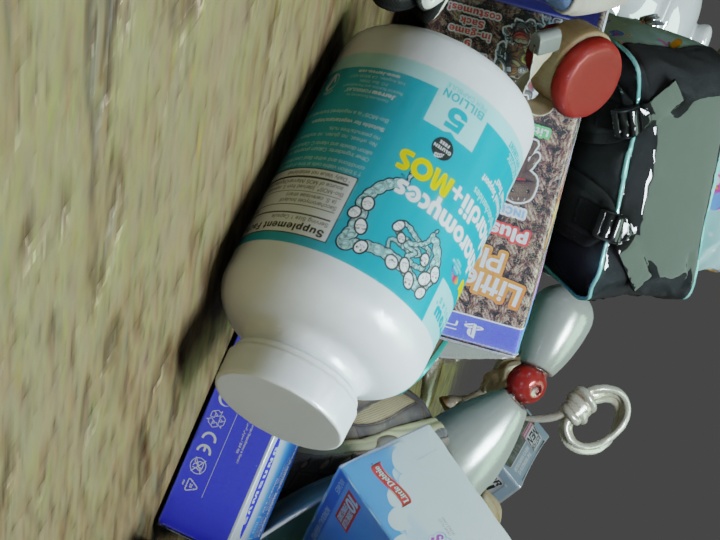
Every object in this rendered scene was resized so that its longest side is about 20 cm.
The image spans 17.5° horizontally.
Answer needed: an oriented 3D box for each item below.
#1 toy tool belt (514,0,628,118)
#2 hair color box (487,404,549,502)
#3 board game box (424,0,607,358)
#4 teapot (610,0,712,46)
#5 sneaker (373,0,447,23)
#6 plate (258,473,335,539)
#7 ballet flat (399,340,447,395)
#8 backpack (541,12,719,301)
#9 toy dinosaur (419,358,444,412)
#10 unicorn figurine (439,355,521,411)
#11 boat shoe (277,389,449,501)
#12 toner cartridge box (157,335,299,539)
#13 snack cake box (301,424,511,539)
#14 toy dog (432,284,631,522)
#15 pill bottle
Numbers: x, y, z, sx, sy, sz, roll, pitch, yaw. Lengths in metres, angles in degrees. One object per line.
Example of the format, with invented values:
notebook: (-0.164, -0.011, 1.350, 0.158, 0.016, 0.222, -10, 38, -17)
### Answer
toy tool belt: (0.098, -0.194, 1.224, 0.124, 0.123, 0.201, -18, 132, -35)
hair color box: (0.039, 0.172, 1.737, 0.200, 0.061, 0.099, -38, -175, 25)
board game box: (0.077, -0.077, 1.380, 0.160, 0.096, 0.202, -62, 166, -70)
teapot: (0.184, -0.186, 1.703, 0.200, 0.145, 0.198, 89, 26, -71)
sneaker: (0.031, -0.162, 1.078, 0.200, 0.075, 0.088, 30, 83, -81)
plate: (-0.043, 0.171, 1.416, 0.199, 0.026, 0.200, -31, 159, -13)
ballet flat: (0.043, 0.013, 1.486, 0.200, 0.074, 0.075, -43, 155, -67)
backpack: (0.162, -0.083, 1.545, 0.152, 0.200, 0.177, -4, 108, -33)
toy dinosaur: (0.052, 0.029, 1.621, 0.101, 0.058, 0.202, 43, 52, -62)
unicorn figurine: (0.084, 0.023, 1.725, 0.137, 0.200, 0.074, -33, 149, -12)
boat shoe: (-0.023, 0.100, 1.441, 0.074, 0.074, 0.200, -39, 162, 23)
toner cartridge box: (-0.044, 0.053, 1.276, 0.095, 0.043, 0.201, 27, 86, -80)
snack cake box: (0.020, 0.193, 1.361, 0.067, 0.115, 0.200, -23, 156, -29)
toy dog: (0.075, 0.097, 1.588, 0.200, 0.096, 0.132, -37, 122, -17)
pill bottle: (0.002, -0.014, 1.159, 0.111, 0.110, 0.201, 93, 21, -66)
